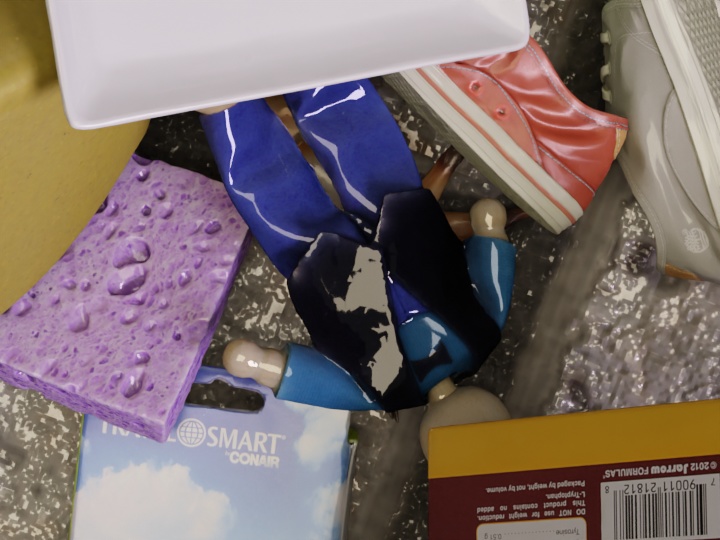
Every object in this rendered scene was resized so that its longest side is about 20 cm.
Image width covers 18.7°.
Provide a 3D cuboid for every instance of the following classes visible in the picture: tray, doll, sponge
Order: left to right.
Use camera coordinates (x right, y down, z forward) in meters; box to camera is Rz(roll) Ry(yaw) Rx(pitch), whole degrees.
[{"bbox_3d":[-0.152,-0.013,0.932,0.198,0.030,0.112,20,69,7],"label":"sponge"},{"bbox_3d":[-0.030,-0.119,0.800,0.198,0.022,0.109,-13,95,-30],"label":"tray"},{"bbox_3d":[0.000,0.000,0.892,0.136,0.048,0.201,-34,100,-13],"label":"doll"}]

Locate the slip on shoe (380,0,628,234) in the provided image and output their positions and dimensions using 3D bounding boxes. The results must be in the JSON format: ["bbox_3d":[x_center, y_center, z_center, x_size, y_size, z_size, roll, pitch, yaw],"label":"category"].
[{"bbox_3d":[0.031,-0.102,0.884,0.200,0.074,0.061,44,89,-13],"label":"slip on shoe"}]

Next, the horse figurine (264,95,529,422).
[{"bbox_3d":[-0.001,-0.054,0.940,0.132,0.050,0.200,-40,94,-1],"label":"horse figurine"}]

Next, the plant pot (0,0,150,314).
[{"bbox_3d":[-0.183,-0.086,0.849,0.199,0.195,0.196,-28,70,-28],"label":"plant pot"}]

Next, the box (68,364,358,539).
[{"bbox_3d":[-0.068,0.141,0.950,0.121,0.048,0.202,6,91,2],"label":"box"}]

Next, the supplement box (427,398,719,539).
[{"bbox_3d":[0.140,0.158,0.816,0.196,0.132,0.202,-9,75,38],"label":"supplement box"}]

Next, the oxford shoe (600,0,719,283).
[{"bbox_3d":[0.125,-0.086,0.925,0.057,0.075,0.202,-16,90,27],"label":"oxford shoe"}]
